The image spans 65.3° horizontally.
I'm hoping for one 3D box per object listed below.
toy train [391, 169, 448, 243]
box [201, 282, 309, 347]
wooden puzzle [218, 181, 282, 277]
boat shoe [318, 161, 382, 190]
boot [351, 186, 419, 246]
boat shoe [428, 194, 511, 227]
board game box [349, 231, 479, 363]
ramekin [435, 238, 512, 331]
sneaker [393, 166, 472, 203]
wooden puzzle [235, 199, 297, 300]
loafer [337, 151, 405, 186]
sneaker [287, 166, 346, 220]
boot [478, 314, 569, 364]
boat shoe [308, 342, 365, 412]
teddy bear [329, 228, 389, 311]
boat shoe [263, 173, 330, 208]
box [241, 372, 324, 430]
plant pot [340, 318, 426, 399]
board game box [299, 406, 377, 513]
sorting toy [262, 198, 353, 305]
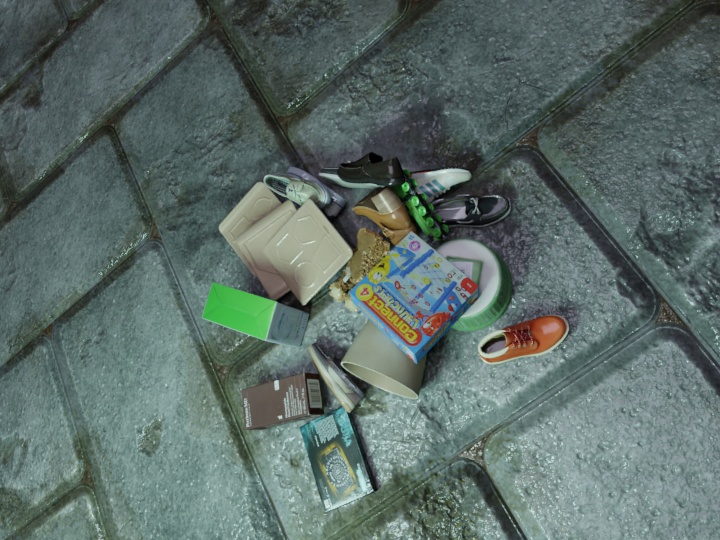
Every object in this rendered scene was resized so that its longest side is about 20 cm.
[{"bbox_3d":[0.133,-0.147,1.302,0.202,0.041,0.056,58,139,12],"label":"toy train"},{"bbox_3d":[-0.256,0.115,1.393,0.196,0.176,0.099,14,83,26],"label":"box"},{"bbox_3d":[-0.269,-0.110,1.532,0.185,0.046,0.200,-46,69,7],"label":"wooden puzzle"},{"bbox_3d":[-0.012,-0.247,1.428,0.196,0.074,0.062,9,84,23],"label":"boat shoe"},{"bbox_3d":[0.061,-0.115,1.364,0.073,0.199,0.156,-38,102,-15],"label":"boot"},{"bbox_3d":[0.247,-0.143,1.305,0.196,0.060,0.076,-3,76,23],"label":"boat shoe"},{"bbox_3d":[0.111,0.051,1.176,0.196,0.056,0.199,-43,64,-13],"label":"board game box"},{"bbox_3d":[0.232,0.027,1.248,0.196,0.097,0.205,-6,75,21],"label":"ramekin"},{"bbox_3d":[0.174,-0.196,1.358,0.195,0.070,0.096,-5,101,13],"label":"sneaker"},{"bbox_3d":[-0.205,-0.052,1.465,0.183,0.037,0.202,-33,85,7],"label":"wooden puzzle"},{"bbox_3d":[0.026,-0.240,1.311,0.197,0.072,0.073,13,109,40],"label":"loafer"},{"bbox_3d":[-0.129,-0.204,1.476,0.199,0.073,0.071,35,89,26],"label":"sneaker"},{"bbox_3d":[0.338,0.143,1.171,0.197,0.107,0.076,-24,67,14],"label":"boot"},{"bbox_3d":[-0.059,0.245,1.339,0.064,0.073,0.200,-31,51,-13],"label":"boat shoe"},{"bbox_3d":[0.000,0.000,1.382,0.143,0.066,0.205,12,88,35],"label":"teddy bear"},{"bbox_3d":[-0.165,-0.202,1.432,0.197,0.062,0.074,20,107,32],"label":"boat shoe"},{"bbox_3d":[-0.190,0.317,1.359,0.197,0.075,0.102,-21,68,27],"label":"box"},{"bbox_3d":[0.079,0.153,1.254,0.184,0.188,0.203,16,70,25],"label":"plant pot"},{"bbox_3d":[-0.054,0.436,1.307,0.133,0.028,0.203,-27,67,15],"label":"board game box"},{"bbox_3d":[-0.131,-0.046,1.399,0.200,0.036,0.186,-45,75,19],"label":"sorting toy"}]
